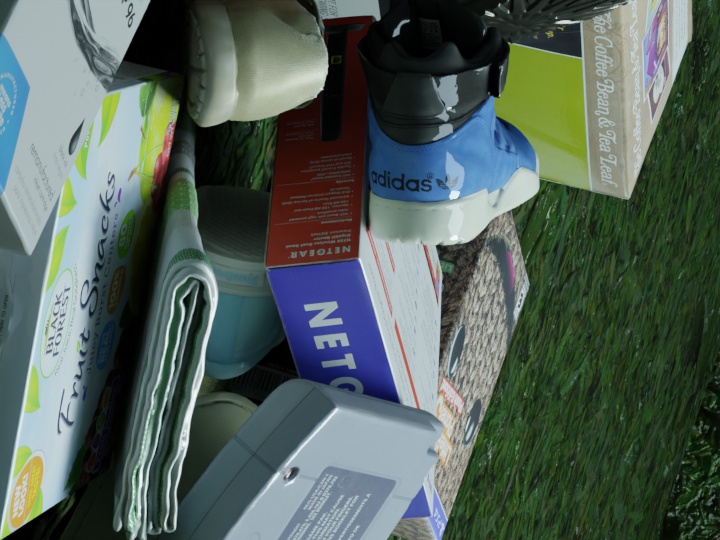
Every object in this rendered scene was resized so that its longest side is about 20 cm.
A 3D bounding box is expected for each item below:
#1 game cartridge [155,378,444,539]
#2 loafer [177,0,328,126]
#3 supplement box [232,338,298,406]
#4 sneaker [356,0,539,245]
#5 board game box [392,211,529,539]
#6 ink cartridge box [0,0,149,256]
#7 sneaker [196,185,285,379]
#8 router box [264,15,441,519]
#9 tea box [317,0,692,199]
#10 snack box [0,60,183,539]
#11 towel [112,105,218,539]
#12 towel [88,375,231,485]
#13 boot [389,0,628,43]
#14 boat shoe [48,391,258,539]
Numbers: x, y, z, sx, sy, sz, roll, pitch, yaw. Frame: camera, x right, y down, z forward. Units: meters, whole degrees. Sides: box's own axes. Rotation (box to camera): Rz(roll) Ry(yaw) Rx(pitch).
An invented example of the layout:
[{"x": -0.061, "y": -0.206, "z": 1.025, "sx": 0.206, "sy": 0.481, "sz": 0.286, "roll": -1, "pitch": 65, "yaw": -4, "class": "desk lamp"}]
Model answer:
[{"x": -0.050, "y": 0.143, "z": 1.377, "sx": 0.200, "sy": 0.041, "sz": 0.133, "roll": -57, "pitch": 151, "yaw": 9, "class": "game cartridge"}, {"x": -0.053, "y": -0.108, "z": 1.375, "sx": 0.200, "sy": 0.068, "sz": 0.076, "roll": -106, "pitch": -160, "yaw": -72, "class": "loafer"}, {"x": -0.026, "y": 0.009, "z": 1.686, "sx": 0.109, "sy": 0.061, "sz": 0.200, "roll": 53, "pitch": 55, "yaw": -70, "class": "supplement box"}, {"x": 0.047, "y": -0.087, "z": 1.428, "sx": 0.200, "sy": 0.077, "sz": 0.111, "roll": -40, "pitch": 132, "yaw": -70, "class": "sneaker"}, {"x": 0.028, "y": 0.053, "z": 1.846, "sx": 0.159, "sy": 0.097, "sz": 0.200, "roll": 68, "pitch": 40, "yaw": -65, "class": "board game box"}, {"x": -0.138, "y": -0.123, "z": 1.166, "sx": 0.116, "sy": 0.068, "sz": 0.200, "roll": 75, "pitch": 33, "yaw": -61, "class": "ink cartridge box"}, {"x": -0.066, "y": 0.007, "z": 1.504, "sx": 0.200, "sy": 0.074, "sz": 0.082, "roll": -53, "pitch": 158, "yaw": -75, "class": "sneaker"}, {"x": 0.000, "y": 0.000, "z": 1.475, "sx": 0.180, "sy": 0.049, "sz": 0.200, "roll": -86, "pitch": 166, "yaw": -45, "class": "router box"}, {"x": 0.084, "y": -0.167, "z": 1.655, "sx": 0.200, "sy": 0.196, "sz": 0.134, "roll": 81, "pitch": 29, "yaw": -57, "class": "tea box"}, {"x": -0.143, "y": 0.008, "z": 1.293, "sx": 0.142, "sy": 0.053, "sz": 0.200, "roll": -29, "pitch": 131, "yaw": -71, "class": "snack box"}, {"x": -0.092, "y": 0.021, "z": 1.371, "sx": 0.200, "sy": 0.031, "sz": 0.149, "roll": -98, "pitch": -159, "yaw": -64, "class": "towel"}, {"x": -0.105, "y": 0.117, "z": 1.559, "sx": 0.200, "sy": 0.036, "sz": 0.148, "roll": 90, "pitch": 21, "yaw": -44, "class": "towel"}, {"x": 0.063, "y": -0.220, "z": 1.464, "sx": 0.073, "sy": 0.182, "sz": 0.200, "roll": 15, "pitch": 64, "yaw": -54, "class": "boot"}, {"x": -0.121, "y": 0.144, "z": 1.431, "sx": 0.199, "sy": 0.074, "sz": 0.066, "roll": -56, "pitch": -173, "yaw": -22, "class": "boat shoe"}]
